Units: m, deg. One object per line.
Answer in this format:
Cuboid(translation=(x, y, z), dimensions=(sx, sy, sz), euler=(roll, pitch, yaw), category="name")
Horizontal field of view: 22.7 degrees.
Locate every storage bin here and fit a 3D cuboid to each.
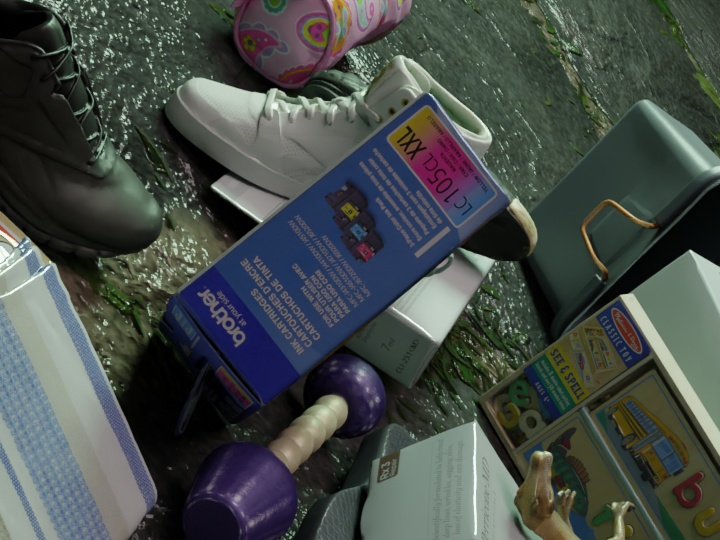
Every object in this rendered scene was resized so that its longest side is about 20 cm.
Cuboid(translation=(0.215, -0.033, 1.421), dimensions=(0.145, 0.200, 0.135), euler=(25, 25, -44), category="storage bin")

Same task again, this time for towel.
Cuboid(translation=(-0.161, 0.083, 0.779), dimensions=(0.148, 0.024, 0.200), euler=(66, 24, -12), category="towel")

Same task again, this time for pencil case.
Cuboid(translation=(-0.027, -0.195, 1.328), dimensions=(0.088, 0.087, 0.200), euler=(52, 26, -1), category="pencil case")

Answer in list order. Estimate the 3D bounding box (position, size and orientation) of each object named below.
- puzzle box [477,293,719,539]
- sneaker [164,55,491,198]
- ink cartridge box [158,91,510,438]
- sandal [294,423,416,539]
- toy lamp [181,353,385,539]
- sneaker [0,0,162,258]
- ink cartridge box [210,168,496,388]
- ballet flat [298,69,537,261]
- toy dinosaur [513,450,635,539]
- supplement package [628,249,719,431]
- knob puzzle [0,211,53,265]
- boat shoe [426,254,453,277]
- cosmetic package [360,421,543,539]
Cuboid(translation=(0.180, 0.135, 1.196), dimensions=(0.025, 0.133, 0.201), euler=(-3, 59, -60), category="puzzle box")
Cuboid(translation=(-0.015, -0.100, 1.139), dimensions=(0.199, 0.116, 0.074), euler=(25, 29, -11), category="sneaker")
Cuboid(translation=(-0.030, 0.007, 0.938), dimensions=(0.077, 0.199, 0.136), euler=(52, -13, 1), category="ink cartridge box")
Cuboid(translation=(0.000, 0.149, 0.987), dimensions=(0.077, 0.043, 0.200), euler=(61, 19, -4), category="sandal")
Cuboid(translation=(-0.040, 0.098, 0.957), dimensions=(0.058, 0.058, 0.200), euler=(51, 26, -2), category="toy lamp")
Cuboid(translation=(-0.171, -0.085, 0.932), dimensions=(0.200, 0.091, 0.076), euler=(42, 25, -25), category="sneaker")
Cuboid(translation=(-0.003, -0.021, 1.193), dimensions=(0.173, 0.044, 0.200), euler=(33, 26, 4), category="ink cartridge box")
Cuboid(translation=(0.043, -0.078, 1.214), dimensions=(0.200, 0.067, 0.057), euler=(39, 41, 16), category="ballet flat")
Cuboid(translation=(0.136, 0.189, 0.966), dimensions=(0.101, 0.058, 0.201), euler=(-22, 82, -57), category="toy dinosaur")
Cuboid(translation=(0.242, 0.119, 1.292), dimensions=(0.110, 0.155, 0.201), euler=(23, 38, -45), category="supplement package")
Cuboid(translation=(-0.203, 0.001, 0.837), dimensions=(0.219, 0.030, 0.221), euler=(40, 28, -26), category="knob puzzle")
Cuboid(translation=(0.000, 0.000, 1.061), dimensions=(0.201, 0.074, 0.065), euler=(-25, 84, -31), category="boat shoe")
Cuboid(translation=(0.077, 0.192, 0.966), dimensions=(0.201, 0.073, 0.102), euler=(59, 20, -27), category="cosmetic package")
